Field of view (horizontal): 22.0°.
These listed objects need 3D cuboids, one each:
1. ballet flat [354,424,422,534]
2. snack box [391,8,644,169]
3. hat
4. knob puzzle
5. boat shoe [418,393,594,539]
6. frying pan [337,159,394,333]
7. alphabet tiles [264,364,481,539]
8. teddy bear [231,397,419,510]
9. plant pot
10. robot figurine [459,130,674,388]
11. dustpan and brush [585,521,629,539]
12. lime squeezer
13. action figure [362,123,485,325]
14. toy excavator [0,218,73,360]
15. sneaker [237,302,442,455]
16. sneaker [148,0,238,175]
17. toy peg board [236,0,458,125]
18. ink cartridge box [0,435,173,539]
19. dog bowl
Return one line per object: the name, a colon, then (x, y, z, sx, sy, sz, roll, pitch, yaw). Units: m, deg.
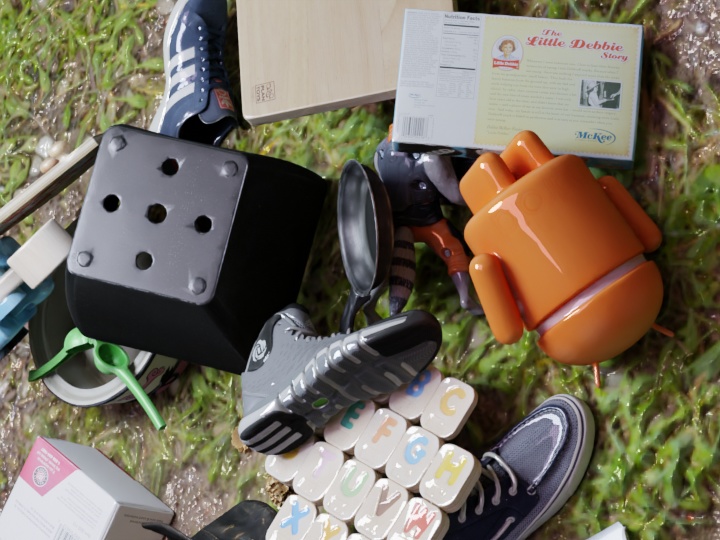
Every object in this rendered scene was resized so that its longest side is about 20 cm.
ballet flat: (0.024, 0.225, 1.550, 0.072, 0.072, 0.201, 9, 56, 41)
snack box: (0.130, -0.150, 1.525, 0.199, 0.037, 0.117, 5, 80, 6)
hat: (-0.090, 0.246, 1.595, 0.200, 0.201, 0.081, 24, 71, 41)
knob puzzle: (-0.305, -0.083, 1.755, 0.219, 0.220, 0.031, -36, 94, 27)
boat shoe: (0.103, 0.179, 1.485, 0.075, 0.093, 0.200, 44, 107, 39)
frying pan: (0.005, 0.001, 1.555, 0.115, 0.031, 0.191, -154, 59, -71)
alphabet tiles: (0.006, 0.160, 1.506, 0.200, 0.015, 0.196, 25, 80, 45)
teddy bear: (-0.024, 0.145, 1.609, 0.199, 0.067, 0.146, -16, 48, 40)
plant pot: (-0.161, -0.029, 1.652, 0.198, 0.177, 0.201, 13, 81, 11)
robot figurine: (0.158, -0.009, 1.455, 0.117, 0.144, 0.200, -39, 81, 29)
dustpan and brush: (0.169, 0.307, 1.415, 0.139, 0.057, 0.201, -35, 58, 28)
lime squeezer: (-0.251, 0.093, 1.749, 0.199, 0.038, 0.071, 15, 88, 40)
action figure: (0.070, -0.057, 1.577, 0.199, 0.104, 0.195, -7, 83, 42)
toy excavator: (-0.333, 0.009, 1.750, 0.200, 0.195, 0.100, -43, 97, 15)
sneaker: (-0.028, 0.059, 1.537, 0.199, 0.075, 0.116, -32, 45, 19)
sneaker: (-0.150, -0.181, 1.817, 0.084, 0.075, 0.201, 16, 98, 43)
toy peg board: (-0.001, -0.227, 1.655, 0.198, 0.098, 0.201, -10, 70, 17)
ink cartridge box: (-0.289, 0.284, 1.792, 0.146, 0.083, 0.201, 31, 97, 41)
dog bowl: (-0.235, 0.040, 1.823, 0.199, 0.074, 0.201, -12, 70, 36)
